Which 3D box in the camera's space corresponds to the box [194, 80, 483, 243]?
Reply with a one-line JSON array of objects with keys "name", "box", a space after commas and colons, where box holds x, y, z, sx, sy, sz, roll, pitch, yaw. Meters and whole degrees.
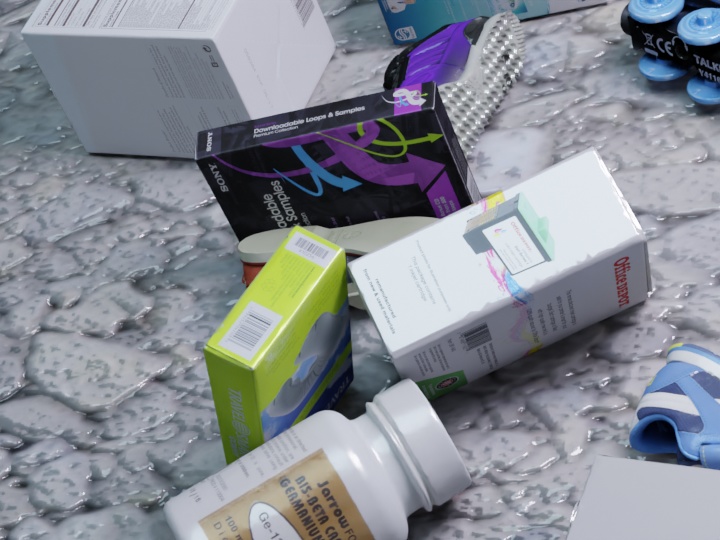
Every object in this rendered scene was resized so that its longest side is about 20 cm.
[{"name": "box", "box": [-0.015, -0.070, 1.781, 0.199, 0.143, 0.036, -10, 46, 16]}]

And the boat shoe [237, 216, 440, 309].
[{"name": "boat shoe", "box": [0.000, 0.000, 1.767, 0.199, 0.063, 0.071, -4, 21, 19]}]

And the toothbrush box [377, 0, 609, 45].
[{"name": "toothbrush box", "box": [0.115, -0.293, 1.974, 0.199, 0.085, 0.147, -11, 44, 15]}]

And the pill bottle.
[{"name": "pill bottle", "box": [-0.028, 0.165, 1.583, 0.200, 0.115, 0.114, -31, 44, -5]}]

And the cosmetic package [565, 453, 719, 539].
[{"name": "cosmetic package", "box": [0.238, 0.193, 1.457, 0.199, 0.085, 0.108, 5, 51, 29]}]

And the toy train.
[{"name": "toy train", "box": [0.303, -0.190, 1.797, 0.114, 0.087, 0.200, -36, 42, -24]}]

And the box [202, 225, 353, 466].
[{"name": "box", "box": [-0.056, 0.074, 1.635, 0.048, 0.200, 0.122, 26, 61, 19]}]

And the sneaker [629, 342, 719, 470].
[{"name": "sneaker", "box": [0.267, 0.122, 1.525, 0.082, 0.074, 0.200, -46, 40, -18]}]

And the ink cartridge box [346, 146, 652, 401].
[{"name": "ink cartridge box", "box": [0.105, 0.007, 1.638, 0.199, 0.145, 0.084, -25, 71, 0]}]

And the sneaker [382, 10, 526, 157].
[{"name": "sneaker", "box": [0.055, -0.144, 1.870, 0.099, 0.070, 0.200, 3, 37, 35]}]

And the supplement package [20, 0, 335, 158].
[{"name": "supplement package", "box": [-0.156, -0.202, 1.962, 0.199, 0.152, 0.151, 5, 51, 28]}]
